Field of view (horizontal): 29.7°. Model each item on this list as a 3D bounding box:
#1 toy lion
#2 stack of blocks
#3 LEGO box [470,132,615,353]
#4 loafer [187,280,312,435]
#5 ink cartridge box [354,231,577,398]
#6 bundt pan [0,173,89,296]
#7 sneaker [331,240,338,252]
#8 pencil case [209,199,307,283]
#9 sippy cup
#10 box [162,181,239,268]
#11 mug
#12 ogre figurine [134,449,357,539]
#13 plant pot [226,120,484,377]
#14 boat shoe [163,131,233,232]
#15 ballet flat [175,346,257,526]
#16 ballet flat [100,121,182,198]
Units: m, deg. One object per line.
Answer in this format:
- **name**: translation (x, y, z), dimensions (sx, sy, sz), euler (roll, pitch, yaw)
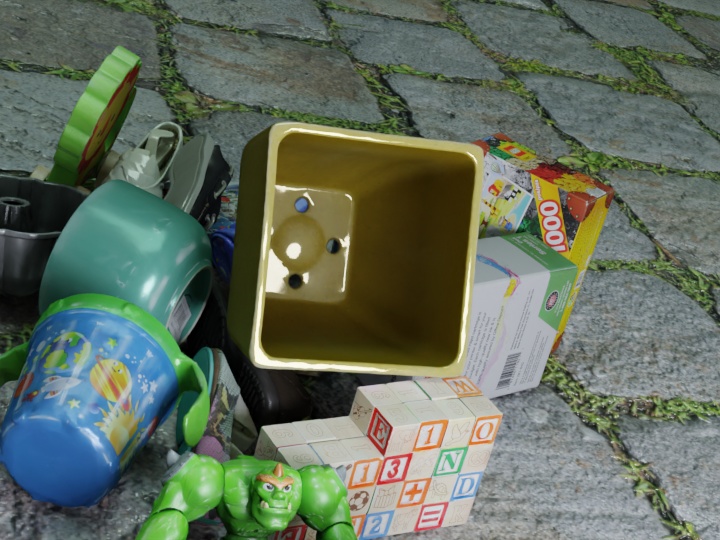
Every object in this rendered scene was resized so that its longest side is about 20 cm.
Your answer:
- **toy lion**: translation (-0.282, -0.154, 1.449), dimensions (0.068, 0.193, 0.200), euler (28, 22, -5)
- **stack of blocks**: translation (0.010, 0.158, 1.116), dimensions (0.198, 0.116, 0.059), euler (-3, 31, -33)
- **LEGO box**: translation (0.166, -0.023, 1.461), dimensions (0.148, 0.202, 0.077), euler (28, 28, 24)
- **loafer**: translation (-0.103, 0.085, 1.259), dimensions (0.071, 0.074, 0.201), euler (10, 30, -34)
- **ink cartridge box**: translation (0.104, 0.052, 1.342), dimensions (0.198, 0.146, 0.084), euler (-9, 35, -40)
- **bundt pan**: translation (-0.336, -0.030, 1.302), dimensions (0.199, 0.077, 0.202), euler (10, 16, -3)
- **sneaker**: translation (0.000, 0.000, 1.458), dimensions (0.075, 0.082, 0.201), euler (11, 28, -13)
- **pencil case**: translation (-0.069, -0.057, 1.436), dimensions (0.199, 0.087, 0.078), euler (-37, 72, -21)
- **sippy cup**: translation (-0.219, 0.110, 1.073), dimensions (0.140, 0.177, 0.131), euler (48, 31, -20)
- **box**: translation (-0.170, -0.052, 1.507), dimensions (0.198, 0.038, 0.137), euler (-3, 32, -34)
- **mug**: translation (-0.198, 0.004, 1.253), dimensions (0.113, 0.154, 0.185), euler (26, 27, 12)
- **ogre figurine**: translation (-0.081, 0.195, 0.982), dimensions (0.197, 0.122, 0.098), euler (5, -9, -4)
- **plant pot**: translation (-0.025, -0.018, 1.200), dimensions (0.192, 0.199, 0.200), euler (5, 1, -21)
- **boat shoe**: translation (-0.174, -0.070, 1.427), dimensions (0.060, 0.073, 0.201), euler (47, 23, -24)
- **ballet flat**: translation (-0.122, 0.144, 1.136), dimensions (0.071, 0.069, 0.201), euler (29, 27, -16)
- **ballet flat**: translation (-0.235, -0.112, 1.469), dimensions (0.069, 0.070, 0.200), euler (17, 26, 2)
